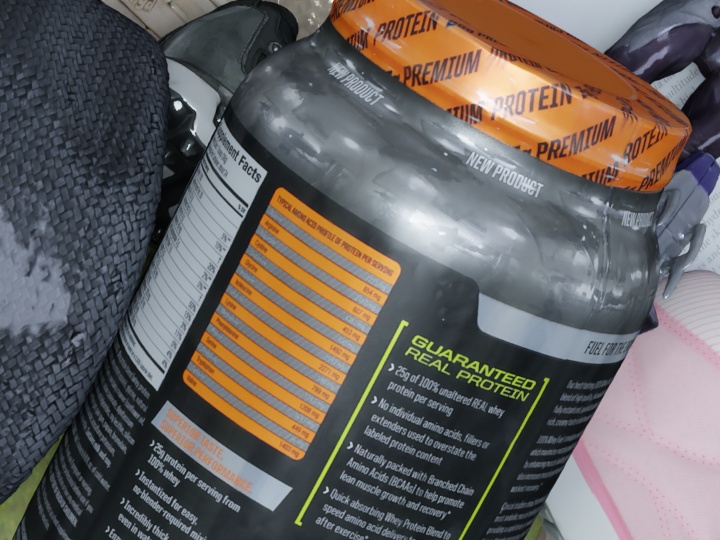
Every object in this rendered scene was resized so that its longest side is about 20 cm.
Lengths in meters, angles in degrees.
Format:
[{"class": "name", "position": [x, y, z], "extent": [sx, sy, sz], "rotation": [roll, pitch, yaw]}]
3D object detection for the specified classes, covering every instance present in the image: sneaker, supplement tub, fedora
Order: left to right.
[{"class": "fedora", "position": [-0.106, -0.011, 0.674], "extent": [0.091, 0.201, 0.201], "rotation": [20, 83, -10]}, {"class": "supplement tub", "position": [-0.002, 0.027, 0.672], "extent": [0.122, 0.123, 0.201], "rotation": [22, 105, -25]}, {"class": "sneaker", "position": [0.000, 0.000, 0.781], "extent": [0.200, 0.066, 0.091], "rotation": [55, 50, -17]}, {"class": "sneaker", "position": [0.111, 0.077, 0.771], "extent": [0.104, 0.201, 0.076], "rotation": [-20, 139, -3]}]

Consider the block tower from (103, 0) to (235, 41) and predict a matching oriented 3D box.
[{"class": "block tower", "position": [-0.057, -0.111, 0.812], "extent": [0.058, 0.054, 0.200], "rotation": [43, 74, -22]}]

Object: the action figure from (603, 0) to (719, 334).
[{"class": "action figure", "position": [0.115, -0.069, 0.814], "extent": [0.130, 0.069, 0.200], "rotation": [47, 67, -10]}]

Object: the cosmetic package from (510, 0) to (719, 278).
[{"class": "cosmetic package", "position": [0.099, -0.028, 0.883], "extent": [0.101, 0.071, 0.200], "rotation": [-40, 108, -21]}]

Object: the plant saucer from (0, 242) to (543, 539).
[{"class": "plant saucer", "position": [-0.042, 0.085, 0.799], "extent": [0.200, 0.048, 0.200], "rotation": [42, 54, -27]}]
